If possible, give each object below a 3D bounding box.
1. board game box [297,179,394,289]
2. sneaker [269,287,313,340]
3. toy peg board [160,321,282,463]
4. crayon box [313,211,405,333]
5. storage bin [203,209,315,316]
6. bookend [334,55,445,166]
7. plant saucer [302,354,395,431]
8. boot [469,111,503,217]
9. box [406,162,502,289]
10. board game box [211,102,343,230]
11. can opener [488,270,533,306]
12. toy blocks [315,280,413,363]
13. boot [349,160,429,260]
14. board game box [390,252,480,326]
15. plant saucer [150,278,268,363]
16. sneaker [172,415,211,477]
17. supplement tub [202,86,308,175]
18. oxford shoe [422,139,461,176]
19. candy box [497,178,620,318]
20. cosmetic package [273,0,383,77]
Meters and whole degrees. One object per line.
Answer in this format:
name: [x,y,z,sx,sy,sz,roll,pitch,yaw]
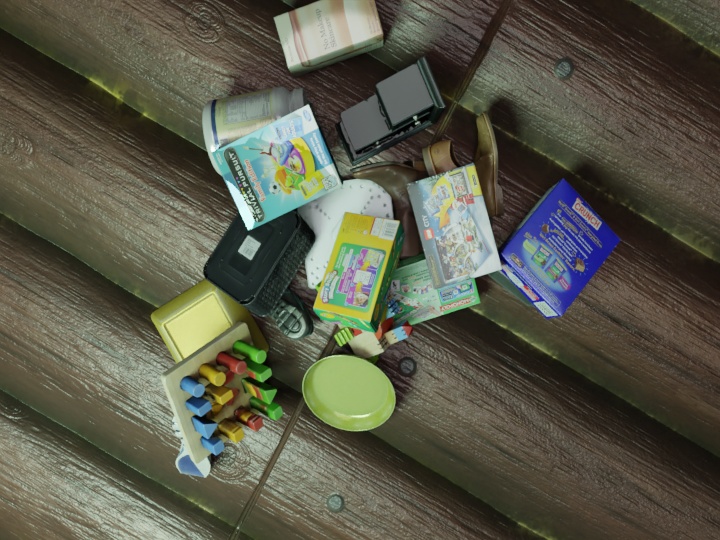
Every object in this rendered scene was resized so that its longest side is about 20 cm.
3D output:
board game box: [-0.025,-0.079,1.213,0.192,0.026,0.208,-8,95,3]
sneaker: [-0.169,0.065,1.214,0.076,0.079,0.201,-46,72,11]
toy peg board: [-0.250,0.243,1.136,0.096,0.197,0.206,11,123,41]
crayon box: [0.000,0.000,1.096,0.115,0.058,0.206,10,70,21]
storage bin: [-0.195,-0.033,1.152,0.133,0.094,0.203,29,82,22]
bookend: [0.048,-0.289,1.103,0.194,0.200,0.095,-26,94,4]
plant saucer: [-0.023,0.244,1.208,0.192,0.031,0.206,5,123,7]
boot: [0.239,-0.208,1.171,0.073,0.074,0.208,-5,97,13]
box: [0.176,-0.082,1.115,0.132,0.038,0.207,-15,90,5]
board game box: [-0.147,-0.186,1.067,0.195,0.047,0.155,-24,106,7]
can opener: [0.275,0.004,1.203,0.197,0.053,0.067,34,130,1]
toy blocks: [0.016,0.083,1.158,0.135,0.100,0.204,-27,96,40]
boot: [0.067,-0.110,1.164,0.180,0.064,0.208,-6,99,-23]
board game box: [0.133,0.033,1.186,0.193,0.029,0.138,-18,119,6]
plant saucer: [-0.322,0.134,1.236,0.196,0.048,0.204,-30,93,5]
sneaker: [-0.336,0.331,1.242,0.077,0.117,0.205,10,125,3]
supplement tub: [-0.192,-0.270,1.142,0.192,0.145,0.151,-10,95,3]
oxford shoe: [0.187,-0.156,1.159,0.069,0.071,0.206,-18,99,23]
candy box: [0.380,-0.041,1.151,0.169,0.077,0.200,44,81,-1]
cosmetic package: [-0.059,-0.464,1.147,0.194,0.087,0.107,-19,96,4]
